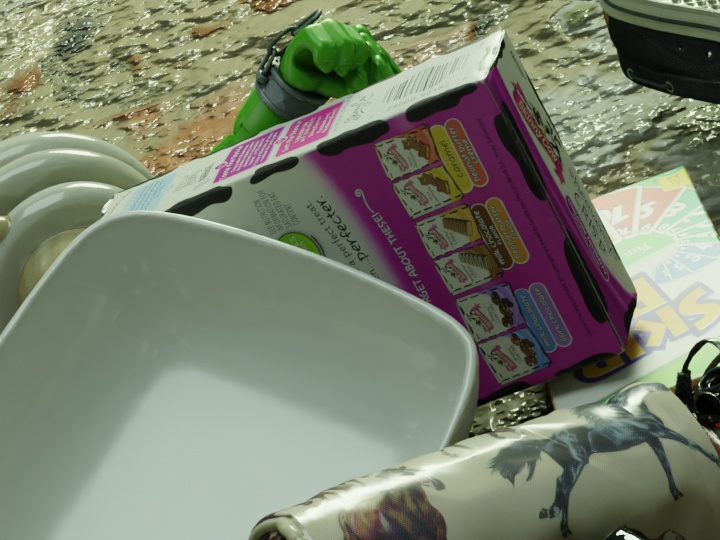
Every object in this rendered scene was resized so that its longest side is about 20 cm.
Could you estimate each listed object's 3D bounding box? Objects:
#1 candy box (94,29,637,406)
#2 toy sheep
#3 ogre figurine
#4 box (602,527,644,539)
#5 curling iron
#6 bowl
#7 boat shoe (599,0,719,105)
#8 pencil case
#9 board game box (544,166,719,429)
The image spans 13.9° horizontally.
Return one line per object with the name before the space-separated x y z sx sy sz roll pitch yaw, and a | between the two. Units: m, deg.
candy box | 0.000 0.000 1.265 0.199 0.137 0.061 -21 19 20
toy sheep | -0.151 -0.006 1.427 0.138 0.138 0.200 -25 23 -6
ogre figurine | -0.011 -0.038 1.353 0.120 0.098 0.200 -36 -13 9
box | 0.103 0.182 0.971 0.141 0.079 0.200 -31 30 -22
curling iron | 0.164 0.088 1.129 0.025 0.050 0.200 1 31 -19
bowl | -0.063 0.087 1.183 0.199 0.075 0.200 20 66 23
boat shoe | 0.205 -0.099 1.413 0.199 0.062 0.075 19 41 30
pencil case | 0.049 0.104 1.088 0.200 0.090 0.078 -17 39 -33
board game box | 0.121 0.021 1.297 0.095 0.030 0.200 -20 30 3
